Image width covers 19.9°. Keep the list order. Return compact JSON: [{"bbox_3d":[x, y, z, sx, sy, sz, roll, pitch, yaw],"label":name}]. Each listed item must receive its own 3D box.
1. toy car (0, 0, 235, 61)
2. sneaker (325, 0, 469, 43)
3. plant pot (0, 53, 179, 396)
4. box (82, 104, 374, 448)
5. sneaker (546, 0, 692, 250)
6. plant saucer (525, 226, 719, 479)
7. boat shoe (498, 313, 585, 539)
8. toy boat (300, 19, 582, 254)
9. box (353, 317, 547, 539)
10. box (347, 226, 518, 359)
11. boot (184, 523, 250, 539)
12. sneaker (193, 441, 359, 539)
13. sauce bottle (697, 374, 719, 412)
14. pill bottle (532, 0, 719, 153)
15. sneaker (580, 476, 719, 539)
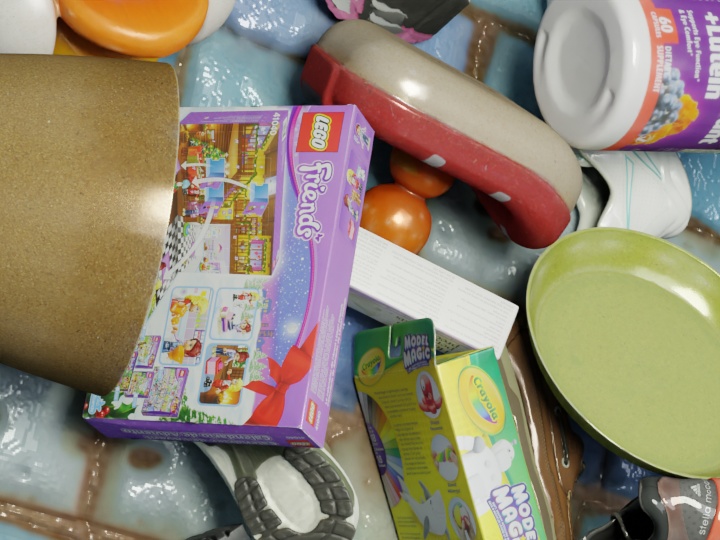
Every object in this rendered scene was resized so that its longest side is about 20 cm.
[{"bbox_3d":[-0.149,-0.209,1.173,0.175,0.150,0.200,-18,92,-33],"label":"toy car"},{"bbox_3d":[-0.008,-0.224,1.312,0.200,0.080,0.086,30,47,-35],"label":"sneaker"},{"bbox_3d":[-0.217,-0.042,1.103,0.200,0.186,0.187,12,76,-16],"label":"plant pot"},{"bbox_3d":[-0.075,0.001,1.189,0.039,0.137,0.200,50,46,-60],"label":"box"},{"bbox_3d":[0.163,-0.109,1.405,0.080,0.070,0.201,-20,94,-31],"label":"sneaker"},{"bbox_3d":[0.190,0.059,1.343,0.200,0.031,0.200,17,46,-18],"label":"plant saucer"},{"bbox_3d":[0.116,0.125,1.334,0.068,0.072,0.200,-10,88,-32],"label":"boat shoe"},{"bbox_3d":[0.041,-0.063,1.306,0.200,0.131,0.131,26,99,-26],"label":"toy boat"},{"bbox_3d":[0.056,0.126,1.269,0.048,0.117,0.200,-18,92,-27],"label":"box"},{"bbox_3d":[0.000,0.000,1.272,0.200,0.039,0.042,26,70,-11],"label":"box"},{"bbox_3d":[-0.092,0.269,1.180,0.165,0.066,0.200,-31,96,-24],"label":"boot"},{"bbox_3d":[-0.066,0.090,1.236,0.077,0.089,0.200,-31,80,5],"label":"sneaker"},{"bbox_3d":[0.246,0.116,1.396,0.066,0.066,0.200,-37,78,-31],"label":"sauce bottle"},{"bbox_3d":[0.223,-0.132,1.339,0.200,0.111,0.112,-1,83,-29],"label":"pill bottle"},{"bbox_3d":[0.170,0.189,1.308,0.082,0.200,0.077,15,42,-10],"label":"sneaker"}]
